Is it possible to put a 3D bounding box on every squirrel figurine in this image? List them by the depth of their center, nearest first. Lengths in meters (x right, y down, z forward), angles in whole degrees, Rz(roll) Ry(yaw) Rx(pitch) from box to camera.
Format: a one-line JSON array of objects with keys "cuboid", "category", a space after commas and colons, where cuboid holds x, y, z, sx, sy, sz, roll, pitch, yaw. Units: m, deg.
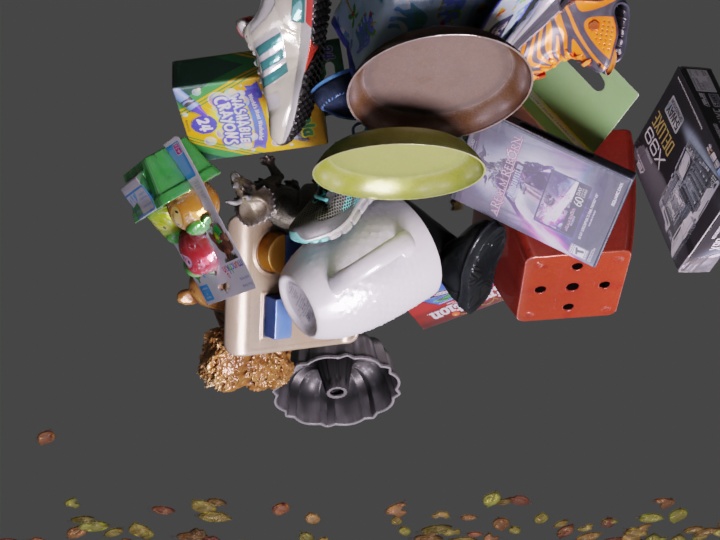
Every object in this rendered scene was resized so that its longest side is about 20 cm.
[{"cuboid": [-0.162, 0.065, 1.683, 0.140, 0.202, 0.187, -14, 150, 18], "category": "squirrel figurine"}]

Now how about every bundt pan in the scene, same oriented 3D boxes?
[{"cuboid": [-0.039, 0.159, 1.918, 0.200, 0.076, 0.203, -3, 141, -3], "category": "bundt pan"}]

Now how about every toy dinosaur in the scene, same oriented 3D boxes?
[{"cuboid": [-0.089, -0.085, 1.581, 0.198, 0.103, 0.077, 16, 138, -24], "category": "toy dinosaur"}]

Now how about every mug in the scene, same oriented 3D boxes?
[{"cuboid": [0.000, 0.000, 1.543, 0.175, 0.148, 0.200, -29, 178, -24], "category": "mug"}]

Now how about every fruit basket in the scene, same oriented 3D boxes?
[{"cuboid": [-0.211, -0.052, 1.510, 0.093, 0.201, 0.185, -25, -176, -27], "category": "fruit basket"}]

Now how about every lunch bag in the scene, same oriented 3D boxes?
[{"cuboid": [0.093, -0.287, 1.342, 0.198, 0.128, 0.170, -2, 146, -29], "category": "lunch bag"}]

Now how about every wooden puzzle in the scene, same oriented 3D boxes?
[{"cuboid": [-0.080, 0.017, 1.631, 0.198, 0.046, 0.187, -4, 102, -32], "category": "wooden puzzle"}]

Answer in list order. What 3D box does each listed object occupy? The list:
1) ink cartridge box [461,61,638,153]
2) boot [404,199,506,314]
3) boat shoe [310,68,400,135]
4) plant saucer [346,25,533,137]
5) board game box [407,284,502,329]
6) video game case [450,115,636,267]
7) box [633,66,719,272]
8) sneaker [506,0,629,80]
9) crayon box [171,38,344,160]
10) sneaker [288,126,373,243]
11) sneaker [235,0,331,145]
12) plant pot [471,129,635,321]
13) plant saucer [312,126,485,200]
[{"cuboid": [0.221, -0.182, 1.472, 0.048, 0.146, 0.200, -28, 159, -39], "category": "ink cartridge box"}, {"cuboid": [0.103, -0.040, 1.612, 0.073, 0.162, 0.199, -42, 160, -21], "category": "boot"}, {"cuboid": [0.029, -0.194, 1.420, 0.199, 0.069, 0.084, -10, 168, -44], "category": "boat shoe"}, {"cuboid": [0.083, -0.202, 1.314, 0.198, 0.032, 0.201, -5, 155, -2], "category": "plant saucer"}, {"cuboid": [0.160, 0.024, 1.820, 0.199, 0.020, 0.103, -22, 141, 19], "category": "board game box"}, {"cuboid": [0.212, -0.100, 1.469, 0.199, 0.019, 0.144, 26, 135, 12], "category": "video game case"}, {"cuboid": [0.410, -0.124, 1.520, 0.049, 0.201, 0.158, 0, 143, -18], "category": "box"}, {"cuboid": [0.225, -0.241, 1.395, 0.112, 0.078, 0.200, 42, 126, 7], "category": "sneaker"}, {"cuboid": [-0.114, -0.201, 1.472, 0.198, 0.052, 0.126, -8, 142, 2], "category": "crayon box"}, {"cuboid": [-0.022, -0.113, 1.524, 0.077, 0.200, 0.092, 13, 138, 48], "category": "sneaker"}, {"cuboid": [-0.092, -0.242, 1.373, 0.093, 0.070, 0.201, 16, 115, 12], "category": "sneaker"}, {"cuboid": [0.260, -0.047, 1.617, 0.198, 0.177, 0.201, -3, 142, -3], "category": "plant pot"}, {"cuboid": [0.044, -0.124, 1.416, 0.198, 0.031, 0.200, -1, 166, 0], "category": "plant saucer"}]
